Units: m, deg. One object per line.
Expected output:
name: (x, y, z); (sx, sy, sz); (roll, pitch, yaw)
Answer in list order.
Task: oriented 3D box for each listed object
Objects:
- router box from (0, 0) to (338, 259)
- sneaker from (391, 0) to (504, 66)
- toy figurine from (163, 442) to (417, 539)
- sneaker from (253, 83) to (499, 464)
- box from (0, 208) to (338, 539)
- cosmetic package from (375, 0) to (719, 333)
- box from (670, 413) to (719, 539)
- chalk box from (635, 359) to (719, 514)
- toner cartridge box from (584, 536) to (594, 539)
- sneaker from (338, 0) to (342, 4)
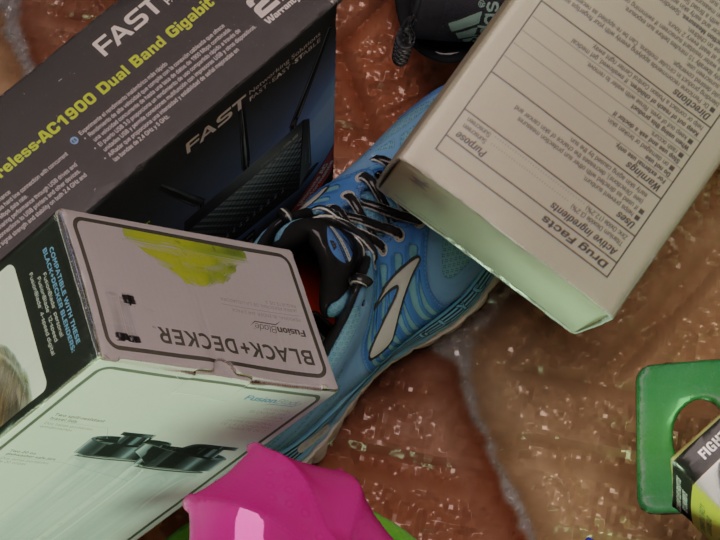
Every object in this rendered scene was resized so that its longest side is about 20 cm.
router box: (-0.097, -0.029, 1.121); (0.200, 0.150, 0.062); (-42, 72, -18)
sneaker: (0.073, -0.100, 1.173); (0.139, 0.078, 0.200); (-21, 53, -39)
toy figurine: (-0.053, 0.130, 1.022); (0.199, 0.184, 0.151); (-13, 68, -4)
sneaker: (0.000, 0.000, 1.140); (0.078, 0.090, 0.200); (32, 69, 15)
box: (-0.118, 0.060, 1.040); (0.116, 0.200, 0.060); (9, 53, -44)
cosmetic package: (0.105, -0.087, 1.104); (0.103, 0.073, 0.200); (37, 81, -2)
box: (0.197, 0.117, 0.968); (0.075, 0.050, 0.200); (-40, 69, -9)
chalk box: (0.205, 0.062, 1.091); (0.199, 0.124, 0.125); (2, 64, 1)
toner cartridge box: (0.045, 0.192, 0.987); (0.043, 0.095, 0.200); (42, 86, -20)
sneaker: (-0.072, -0.145, 1.224); (0.075, 0.116, 0.200); (-48, 37, -5)
